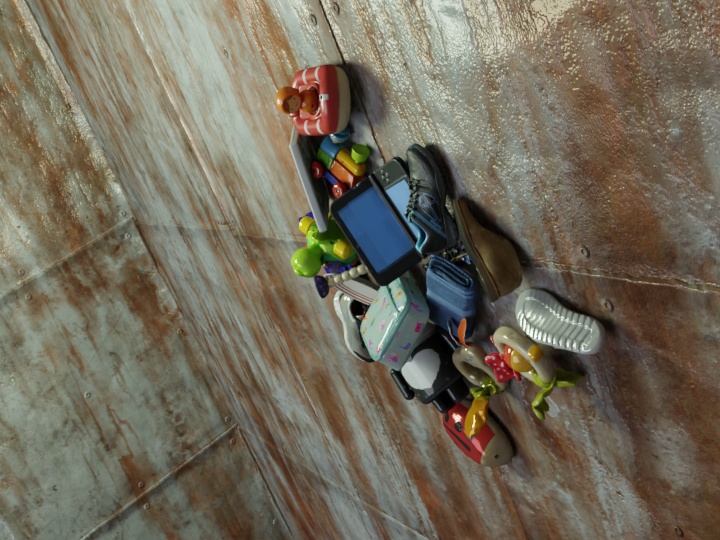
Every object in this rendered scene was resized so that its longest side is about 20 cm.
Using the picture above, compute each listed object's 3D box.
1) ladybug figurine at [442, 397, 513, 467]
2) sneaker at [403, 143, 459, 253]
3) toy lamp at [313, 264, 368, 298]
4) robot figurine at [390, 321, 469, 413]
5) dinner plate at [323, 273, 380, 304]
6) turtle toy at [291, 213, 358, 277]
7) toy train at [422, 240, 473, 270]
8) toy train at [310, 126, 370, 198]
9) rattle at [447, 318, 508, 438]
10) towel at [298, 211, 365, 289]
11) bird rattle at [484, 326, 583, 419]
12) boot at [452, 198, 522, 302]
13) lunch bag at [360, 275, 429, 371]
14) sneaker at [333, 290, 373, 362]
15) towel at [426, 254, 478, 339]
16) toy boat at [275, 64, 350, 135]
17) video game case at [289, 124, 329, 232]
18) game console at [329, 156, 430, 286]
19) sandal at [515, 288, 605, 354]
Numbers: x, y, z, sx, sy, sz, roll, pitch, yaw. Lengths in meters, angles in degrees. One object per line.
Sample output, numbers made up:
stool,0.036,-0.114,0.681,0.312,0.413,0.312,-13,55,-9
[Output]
ladybug figurine,0.248,0.358,1.883,0.199,0.071,0.138,40,150,35
sneaker,0.115,-0.128,1.553,0.073,0.080,0.204,-156,45,-74
toy lamp,0.000,0.000,1.813,0.058,0.196,0.059,-20,-91,-79
robot figurine,0.147,0.204,1.832,0.202,0.149,0.125,54,167,11
dinner plate,0.009,0.045,1.935,0.196,0.025,0.200,23,169,4
turtle toy,-0.074,-0.049,1.883,0.144,0.198,0.103,33,124,26
toy train,0.176,-0.020,1.638,0.046,0.034,0.200,54,155,-1
toy train,-0.007,-0.203,1.736,0.200,0.084,0.117,42,134,21
rattle,0.201,0.207,1.680,0.130,0.143,0.201,39,170,43
towel,-0.076,-0.048,2.051,0.203,0.049,0.147,62,154,-7
bird rattle,0.296,0.155,1.531,0.200,0.112,0.164,45,170,47
boot,0.221,-0.046,1.504,0.074,0.074,0.203,57,-171,-67
lunch bag,0.070,0.096,1.756,0.076,0.163,0.201,22,-165,-17
sneaker,-0.003,0.140,2.103,0.079,0.073,0.204,4,122,54
towel,0.180,0.053,1.662,0.111,0.049,0.201,34,156,22
toy boat,-0.105,-0.331,1.665,0.199,0.128,0.134,10,104,58
video game case,-0.107,-0.210,1.844,0.183,0.022,0.203,-91,-16,-64
game console,0.059,-0.091,1.662,0.202,0.118,0.170,55,156,-6
sandal,0.337,0.095,1.446,0.049,0.084,0.202,21,-173,-36
